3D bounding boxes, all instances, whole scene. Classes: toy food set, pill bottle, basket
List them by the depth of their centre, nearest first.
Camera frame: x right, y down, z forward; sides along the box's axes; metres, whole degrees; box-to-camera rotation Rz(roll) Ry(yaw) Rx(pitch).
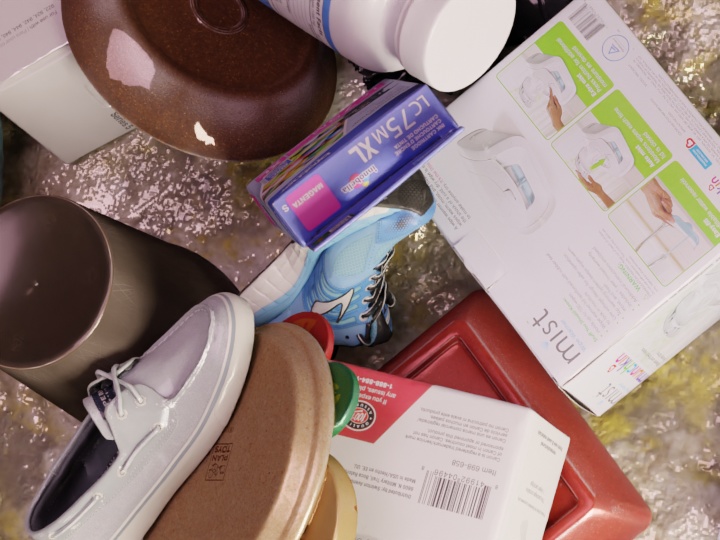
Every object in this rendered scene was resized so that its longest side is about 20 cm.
[{"bbox_3d":[-0.067,0.122,1.570,0.200,0.049,0.199,-28,48,48],"label":"toy food set"},{"bbox_3d":[0.002,-0.196,1.647,0.200,0.112,0.112,35,89,32],"label":"pill bottle"},{"bbox_3d":[-0.168,0.031,1.670,0.136,0.200,0.180,-42,64,5],"label":"basket"}]

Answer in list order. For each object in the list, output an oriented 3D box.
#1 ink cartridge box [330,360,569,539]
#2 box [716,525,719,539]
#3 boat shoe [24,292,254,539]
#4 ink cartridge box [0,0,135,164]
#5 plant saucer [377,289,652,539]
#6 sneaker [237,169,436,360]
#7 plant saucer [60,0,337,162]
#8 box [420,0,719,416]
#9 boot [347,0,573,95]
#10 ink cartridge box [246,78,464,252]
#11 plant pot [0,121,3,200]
[{"bbox_3d":[0.027,0.173,1.577,0.144,0.084,0.201,13,79,25],"label":"ink cartridge box"},{"bbox_3d":[0.329,0.117,1.538,0.199,0.041,0.157,13,80,23],"label":"box"},{"bbox_3d":[-0.138,0.095,1.577,0.201,0.071,0.070,-57,38,14],"label":"boat shoe"},{"bbox_3d":[-0.233,-0.193,1.788,0.084,0.145,0.201,-29,66,8],"label":"ink cartridge box"},{"bbox_3d":[0.051,0.141,1.643,0.200,0.037,0.200,-39,65,8],"label":"plant saucer"},{"bbox_3d":[0.000,0.000,1.649,0.090,0.200,0.078,46,52,-1],"label":"sneaker"},{"bbox_3d":[-0.100,-0.165,1.714,0.037,0.200,0.201,-51,54,49],"label":"plant saucer"},{"bbox_3d":[0.147,-0.043,1.624,0.176,0.097,0.200,-41,65,7],"label":"box"},{"bbox_3d":[0.063,-0.216,1.726,0.162,0.073,0.199,-16,68,23],"label":"boot"},{"bbox_3d":[-0.006,-0.067,1.574,0.119,0.200,0.042,-38,101,-3],"label":"ink cartridge box"},{"bbox_3d":[-0.325,-0.077,1.786,0.200,0.200,0.135,-35,96,9],"label":"plant pot"}]
